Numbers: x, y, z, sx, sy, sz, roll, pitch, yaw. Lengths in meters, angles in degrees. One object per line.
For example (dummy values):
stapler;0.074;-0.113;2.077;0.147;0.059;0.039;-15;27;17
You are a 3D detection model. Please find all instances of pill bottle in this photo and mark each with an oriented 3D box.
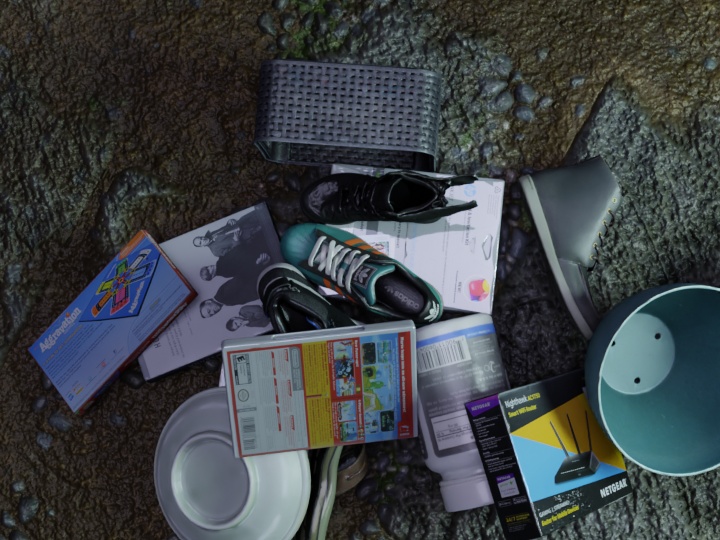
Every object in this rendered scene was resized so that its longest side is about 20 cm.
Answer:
pill bottle;0.114;0.156;1.367;0.113;0.114;0.201;-15;84;2

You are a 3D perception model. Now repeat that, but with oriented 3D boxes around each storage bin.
storage bin;-0.012;-0.171;1.397;0.199;0.135;0.094;4;84;4

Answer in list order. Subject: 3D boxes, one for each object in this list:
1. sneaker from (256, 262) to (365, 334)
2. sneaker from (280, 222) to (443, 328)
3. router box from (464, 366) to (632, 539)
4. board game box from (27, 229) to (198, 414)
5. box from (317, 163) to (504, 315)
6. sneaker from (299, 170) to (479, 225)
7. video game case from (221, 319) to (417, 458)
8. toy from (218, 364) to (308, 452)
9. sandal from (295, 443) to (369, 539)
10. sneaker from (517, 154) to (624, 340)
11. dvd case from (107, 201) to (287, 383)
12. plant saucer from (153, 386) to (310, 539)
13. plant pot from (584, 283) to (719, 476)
sneaker;-0.034;0.083;1.354;0.200;0.112;0.073;41;100;-19
sneaker;0.000;0.000;1.366;0.200;0.080;0.072;25;87;8
router box;0.203;0.191;1.322;0.051;0.200;0.150;-22;81;38
board game box;-0.284;0.059;1.421;0.200;0.019;0.103;-45;71;10
box;0.058;-0.035;1.427;0.199;0.041;0.156;5;85;5
sneaker;0.028;-0.082;1.361;0.199;0.104;0.060;3;85;4
video game case;-0.040;0.125;1.306;0.199;0.017;0.143;-6;120;-5
toy;-0.111;0.156;1.414;0.115;0.047;0.201;8;85;4
sandal;-0.024;0.226;1.395;0.057;0.080;0.202;14;92;-12
sneaker;0.257;-0.029;1.395;0.106;0.075;0.201;-19;82;4
dvd case;-0.176;0.024;1.433;0.200;0.025;0.151;-22;74;2
plant saucer;-0.154;0.229;1.376;0.200;0.050;0.201;0;90;25
plant pot;0.322;0.103;1.336;0.199;0.135;0.201;-2;100;-12
